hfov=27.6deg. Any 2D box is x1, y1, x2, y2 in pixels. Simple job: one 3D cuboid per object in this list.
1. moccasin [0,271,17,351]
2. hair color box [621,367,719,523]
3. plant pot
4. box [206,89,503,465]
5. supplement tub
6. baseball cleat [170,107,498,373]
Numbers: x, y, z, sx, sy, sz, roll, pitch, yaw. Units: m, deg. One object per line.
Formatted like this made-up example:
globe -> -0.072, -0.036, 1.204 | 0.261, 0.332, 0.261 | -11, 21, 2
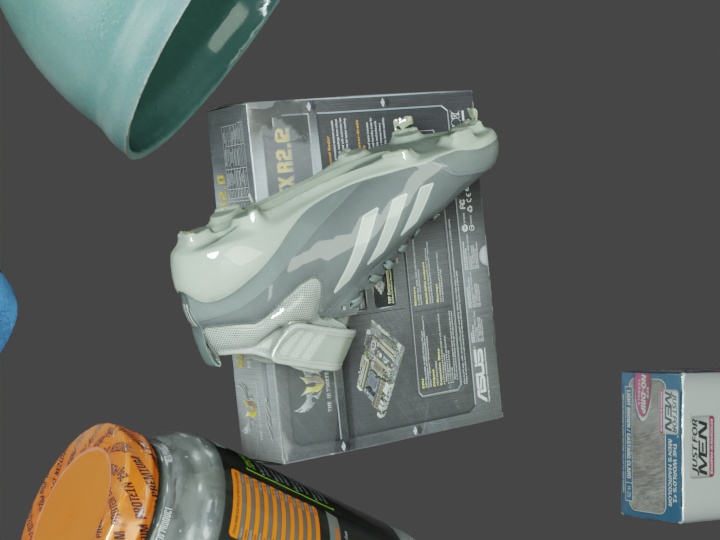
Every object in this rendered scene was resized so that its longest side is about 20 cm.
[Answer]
moccasin -> -0.242, 0.060, 0.659 | 0.200, 0.068, 0.081 | -29, 120, -8
hair color box -> 0.272, 0.117, 1.022 | 0.199, 0.060, 0.100 | 2, 87, -35
plant pot -> -0.107, -0.174, 0.707 | 0.134, 0.200, 0.201 | 36, 67, 0
box -> 0.000, 0.000, 0.845 | 0.158, 0.048, 0.201 | -8, 93, -33
supplement tub -> -0.066, 0.160, 0.751 | 0.200, 0.122, 0.123 | 30, 72, -30
baseball cleat -> -0.006, -0.010, 0.781 | 0.199, 0.070, 0.107 | -23, 108, -22
